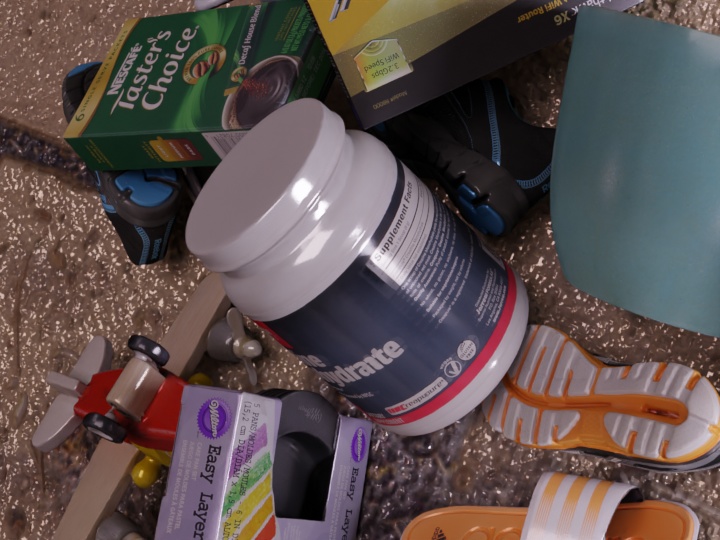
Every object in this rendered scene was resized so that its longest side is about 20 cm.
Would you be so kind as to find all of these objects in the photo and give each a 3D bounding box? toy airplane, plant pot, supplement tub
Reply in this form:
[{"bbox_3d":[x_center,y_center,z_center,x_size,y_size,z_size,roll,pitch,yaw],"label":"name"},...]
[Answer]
[{"bbox_3d":[-0.154,0.114,1.054,0.200,0.141,0.199,-45,24,23],"label":"toy airplane"},{"bbox_3d":[0.203,-0.052,0.847,0.200,0.200,0.162,21,100,31],"label":"plant pot"},{"bbox_3d":[0.000,0.000,0.922,0.140,0.200,0.141,-37,28,24],"label":"supplement tub"}]

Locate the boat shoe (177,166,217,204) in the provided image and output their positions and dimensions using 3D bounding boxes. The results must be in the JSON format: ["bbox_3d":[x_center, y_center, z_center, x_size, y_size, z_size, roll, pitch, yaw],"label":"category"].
[{"bbox_3d":[-0.081,-0.044,1.064,0.074,0.060,0.200,-26,62,-10],"label":"boat shoe"}]

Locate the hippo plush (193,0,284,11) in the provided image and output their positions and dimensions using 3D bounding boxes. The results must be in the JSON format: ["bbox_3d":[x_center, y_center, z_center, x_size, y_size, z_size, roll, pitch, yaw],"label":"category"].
[{"bbox_3d":[-0.010,-0.267,1.033,0.200,0.159,0.162,176,103,-69],"label":"hippo plush"}]

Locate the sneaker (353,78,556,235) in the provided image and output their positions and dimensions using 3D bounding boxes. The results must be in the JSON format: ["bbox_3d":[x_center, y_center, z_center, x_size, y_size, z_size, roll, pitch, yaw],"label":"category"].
[{"bbox_3d":[0.061,-0.104,1.007,0.082,0.073,0.200,-39,59,-13],"label":"sneaker"}]

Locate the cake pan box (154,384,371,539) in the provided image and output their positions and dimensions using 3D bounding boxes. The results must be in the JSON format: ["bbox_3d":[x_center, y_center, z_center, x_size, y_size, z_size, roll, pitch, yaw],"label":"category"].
[{"bbox_3d":[-0.065,0.178,0.947,0.052,0.184,0.201,5,80,27],"label":"cake pan box"}]

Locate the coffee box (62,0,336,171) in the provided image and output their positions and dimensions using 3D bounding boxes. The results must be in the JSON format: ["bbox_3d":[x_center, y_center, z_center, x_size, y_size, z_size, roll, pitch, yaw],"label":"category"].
[{"bbox_3d":[-0.111,-0.132,1.026,0.199,0.044,0.123,2,57,36],"label":"coffee box"}]

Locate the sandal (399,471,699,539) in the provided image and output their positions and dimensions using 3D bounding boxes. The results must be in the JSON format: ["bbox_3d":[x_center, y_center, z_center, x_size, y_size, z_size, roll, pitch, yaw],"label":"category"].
[{"bbox_3d":[0.108,0.166,0.909,0.206,0.059,0.079,-6,40,29],"label":"sandal"}]

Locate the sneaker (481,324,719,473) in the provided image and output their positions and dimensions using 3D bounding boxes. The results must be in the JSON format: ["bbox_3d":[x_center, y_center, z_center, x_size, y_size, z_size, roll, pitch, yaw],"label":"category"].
[{"bbox_3d":[0.156,0.090,0.911,0.200,0.077,0.079,15,82,49],"label":"sneaker"}]

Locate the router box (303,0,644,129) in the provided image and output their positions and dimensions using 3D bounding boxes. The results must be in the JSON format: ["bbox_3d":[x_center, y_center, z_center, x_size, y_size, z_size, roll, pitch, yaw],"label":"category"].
[{"bbox_3d":[0.058,-0.203,0.912,0.199,0.052,0.158,-25,101,1],"label":"router box"}]

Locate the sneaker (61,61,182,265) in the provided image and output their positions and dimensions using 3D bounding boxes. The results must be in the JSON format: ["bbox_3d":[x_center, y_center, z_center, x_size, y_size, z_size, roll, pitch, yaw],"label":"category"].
[{"bbox_3d":[-0.194,-0.090,1.137,0.082,0.073,0.200,100,156,-44],"label":"sneaker"}]
